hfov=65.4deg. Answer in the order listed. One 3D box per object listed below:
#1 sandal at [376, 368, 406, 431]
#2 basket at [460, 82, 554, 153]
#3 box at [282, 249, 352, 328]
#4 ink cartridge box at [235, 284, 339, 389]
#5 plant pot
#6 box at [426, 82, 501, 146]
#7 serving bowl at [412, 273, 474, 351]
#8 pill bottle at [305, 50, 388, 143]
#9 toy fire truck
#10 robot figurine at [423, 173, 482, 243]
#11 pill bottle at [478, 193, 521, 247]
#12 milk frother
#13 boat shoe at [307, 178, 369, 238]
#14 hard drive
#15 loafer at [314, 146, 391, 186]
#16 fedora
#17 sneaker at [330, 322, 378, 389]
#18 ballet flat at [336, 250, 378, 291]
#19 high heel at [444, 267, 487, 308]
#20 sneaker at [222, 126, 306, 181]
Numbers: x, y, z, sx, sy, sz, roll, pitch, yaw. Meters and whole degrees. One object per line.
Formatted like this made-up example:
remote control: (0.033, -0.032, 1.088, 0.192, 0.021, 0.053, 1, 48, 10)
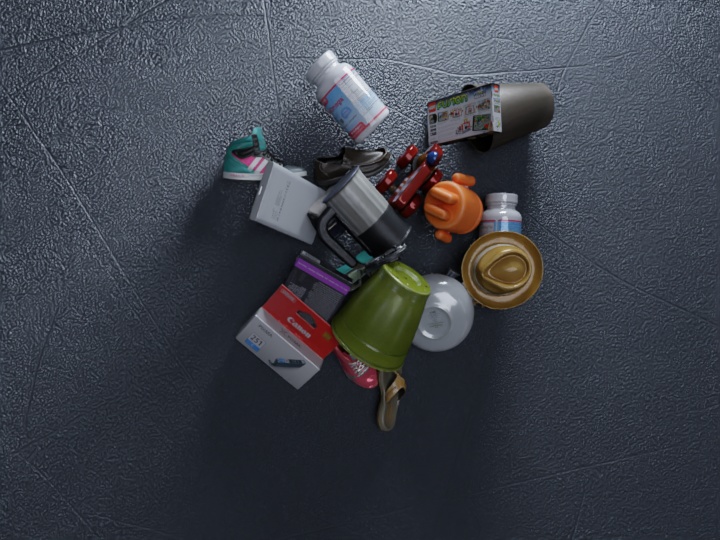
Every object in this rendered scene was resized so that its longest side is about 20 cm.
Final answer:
sandal: (0.082, 0.302, 1.390, 0.079, 0.053, 0.205, 1, 94, -45)
basket: (0.374, -0.401, 1.414, 0.196, 0.137, 0.183, -15, 69, -17)
box: (-0.126, 0.073, 1.326, 0.141, 0.036, 0.202, 29, 106, -9)
ink cartridge box: (-0.165, 0.159, 1.307, 0.199, 0.045, 0.176, 41, 118, -10)
plant pot: (0.062, 0.090, 1.286, 0.198, 0.201, 0.195, 27, 112, -12)
box: (0.247, -0.371, 1.355, 0.034, 0.198, 0.113, -4, 93, -42)
serving bowl: (0.181, 0.114, 1.372, 0.195, 0.066, 0.205, 3, 109, 8)
pill bottle: (-0.033, -0.411, 1.325, 0.109, 0.109, 0.200, -45, 99, -8)
toy fire truck: (0.133, -0.222, 1.344, 0.112, 0.168, 0.201, 41, 83, -10)
robot figurine: (0.230, -0.153, 1.369, 0.115, 0.199, 0.147, -16, 78, 31)
pill bottle: (0.355, -0.090, 1.427, 0.106, 0.109, 0.205, 2, 91, -12)
milk frother: (0.013, -0.107, 1.220, 0.188, 0.199, 0.181, 45, 70, -14)
boat shoe: (-0.044, -0.157, 1.366, 0.200, 0.074, 0.094, -43, 136, -23)
hard drive: (-0.160, -0.151, 1.289, 0.199, 0.026, 0.135, 21, 85, -54)
loafer: (-0.021, -0.259, 1.340, 0.196, 0.073, 0.072, -18, 126, -5)
fedora: (0.341, -0.001, 1.332, 0.196, 0.082, 0.206, 0, 90, 5)
sneaker: (-0.023, 0.216, 1.362, 0.074, 0.087, 0.201, -40, 100, -8)
ballet flat: (0.000, 0.000, 1.381, 0.197, 0.074, 0.075, -29, 97, -8)
high heel: (0.258, 0.092, 1.447, 0.198, 0.072, 0.144, 29, 107, -23)
sneaker: (-0.223, -0.272, 1.311, 0.195, 0.084, 0.124, 0, 101, -11)
